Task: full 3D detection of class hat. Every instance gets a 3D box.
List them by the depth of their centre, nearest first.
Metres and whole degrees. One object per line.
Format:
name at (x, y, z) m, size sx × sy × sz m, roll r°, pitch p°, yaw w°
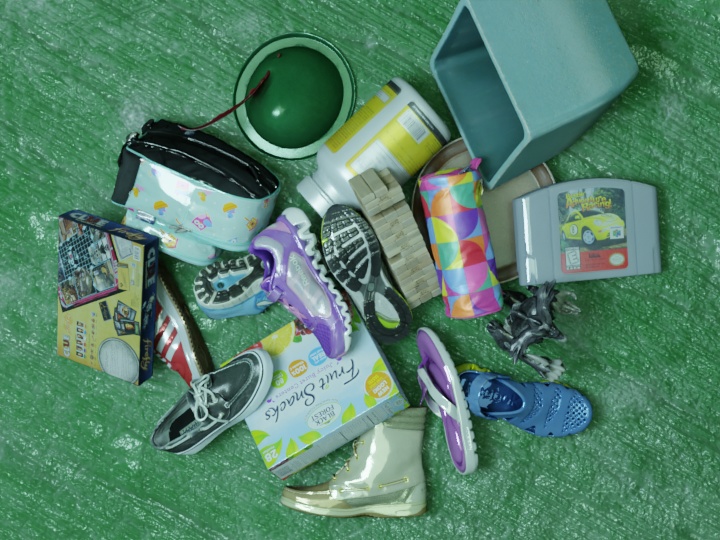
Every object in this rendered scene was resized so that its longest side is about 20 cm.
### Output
hat at (-0.101, -0.222, 1.637) m, size 0.165 × 0.176 × 0.201 m, roll 31°, pitch 93°, yaw 1°

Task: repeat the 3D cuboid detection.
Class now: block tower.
block tower at (0.050, -0.040, 1.642) m, size 0.054 × 0.058 × 0.201 m, roll -28°, pitch 127°, yaw -3°

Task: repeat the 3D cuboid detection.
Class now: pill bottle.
pill bottle at (0.014, -0.149, 1.667) m, size 0.200 × 0.112 × 0.112 m, roll -43°, pitch 89°, yaw 3°

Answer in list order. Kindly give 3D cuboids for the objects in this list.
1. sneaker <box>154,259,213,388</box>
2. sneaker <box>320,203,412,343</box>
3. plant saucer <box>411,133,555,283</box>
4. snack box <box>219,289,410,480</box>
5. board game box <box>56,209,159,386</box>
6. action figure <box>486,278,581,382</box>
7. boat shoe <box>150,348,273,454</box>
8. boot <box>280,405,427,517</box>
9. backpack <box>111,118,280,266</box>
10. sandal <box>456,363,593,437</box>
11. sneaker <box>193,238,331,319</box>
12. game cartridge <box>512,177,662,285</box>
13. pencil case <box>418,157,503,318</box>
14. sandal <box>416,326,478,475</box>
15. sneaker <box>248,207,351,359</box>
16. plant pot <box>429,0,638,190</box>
sneaker at (-0.278, 0.096, 1.708) m, size 0.112 × 0.071 × 0.201 m, roll -25°, pitch 91°, yaw 6°
sneaker at (0.000, 0.000, 1.659) m, size 0.073 × 0.081 × 0.201 m, roll -26°, pitch 113°, yaw -3°
plant saucer at (0.167, -0.082, 1.702) m, size 0.198 × 0.034 × 0.203 m, roll 0°, pitch 91°, yaw 1°
snack box at (-0.061, 0.151, 1.669) m, size 0.199 × 0.068 × 0.170 m, roll -31°, pitch 62°, yaw 4°
board game box at (-0.327, 0.035, 1.630) m, size 0.134 × 0.035 × 0.202 m, roll 18°, pitch 117°, yaw 21°
action figure at (0.228, 0.071, 1.620) m, size 0.101 × 0.200 × 0.120 m, roll 22°, pitch 89°, yaw -8°
boat shoe at (-0.196, 0.169, 1.640) m, size 0.199 × 0.068 × 0.074 m, roll -37°, pitch 62°, yaw 25°
boot at (-0.008, 0.250, 1.700) m, size 0.198 × 0.072 × 0.156 m, roll 1°, pitch 92°, yaw -3°
backpack at (-0.209, -0.096, 1.650) m, size 0.198 × 0.176 × 0.155 m, roll 15°, pitch 109°, yaw 3°
sandal at (0.212, 0.177, 1.681) m, size 0.198 × 0.087 × 0.080 m, roll 10°, pitch 90°, yaw 0°
sneaker at (-0.128, 0.012, 1.703) m, size 0.198 × 0.090 × 0.079 m, roll -17°, pitch 63°, yaw -13°
game cartridge at (0.301, -0.054, 1.674) m, size 0.198 × 0.041 × 0.135 m, roll -6°, pitch 90°, yaw -11°
pencil case at (0.133, -0.039, 1.637) m, size 0.087 × 0.088 × 0.202 m, roll -9°, pitch 97°, yaw 3°
sandal at (0.105, 0.173, 1.673) m, size 0.049 × 0.082 × 0.204 m, roll -15°, pitch 79°, yaw -20°
sneaker at (-0.081, 0.025, 1.611) m, size 0.088 × 0.080 × 0.202 m, roll -24°, pitch 88°, yaw -26°
plant pot at (0.232, -0.249, 1.610) m, size 0.198 × 0.196 × 0.197 m, roll -20°, pitch 79°, yaw -15°
